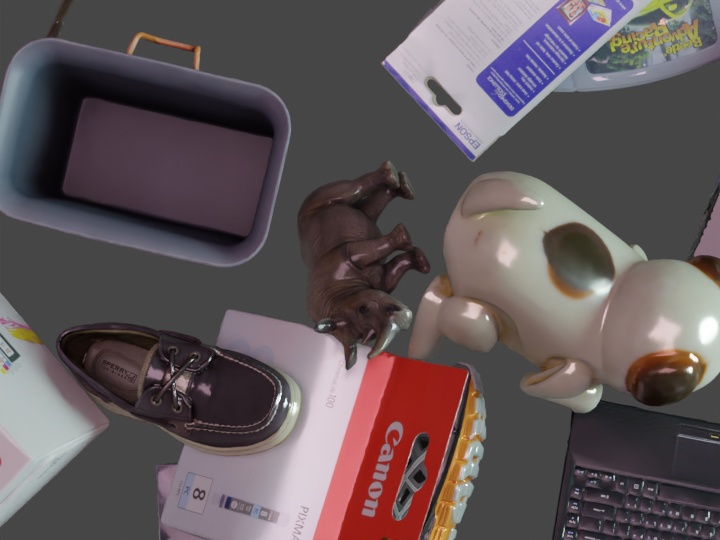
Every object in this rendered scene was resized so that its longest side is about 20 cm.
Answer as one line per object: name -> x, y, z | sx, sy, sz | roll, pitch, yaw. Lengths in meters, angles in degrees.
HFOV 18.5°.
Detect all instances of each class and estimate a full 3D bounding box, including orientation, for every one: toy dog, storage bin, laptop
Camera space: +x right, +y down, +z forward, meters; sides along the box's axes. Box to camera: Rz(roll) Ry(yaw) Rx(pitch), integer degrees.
toy dog -> 0.156, 0.013, 1.483 | 0.199, 0.194, 0.140 | 25, 53, 12
storage bin -> -0.144, -0.087, 1.546 | 0.199, 0.134, 0.146 | 13, 89, 5
laptop -> 0.222, 0.190, 1.493 | 0.177, 0.103, 0.201 | 11, 77, -1

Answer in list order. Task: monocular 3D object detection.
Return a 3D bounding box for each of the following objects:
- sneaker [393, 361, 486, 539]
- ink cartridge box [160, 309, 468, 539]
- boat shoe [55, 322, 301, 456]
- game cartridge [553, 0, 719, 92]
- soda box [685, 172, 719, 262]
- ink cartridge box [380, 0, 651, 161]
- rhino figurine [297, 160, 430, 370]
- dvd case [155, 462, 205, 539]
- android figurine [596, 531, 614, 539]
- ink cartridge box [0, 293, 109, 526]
sneaker -> 0.036, 0.157, 1.548 | 0.077, 0.078, 0.201 | 18, 83, 13
ink cartridge box -> -0.035, 0.122, 1.512 | 0.200, 0.047, 0.161 | 10, 78, 42
boat shoe -> -0.132, 0.078, 1.532 | 0.200, 0.065, 0.072 | 15, 79, 37
game cartridge -> 0.194, -0.199, 1.552 | 0.199, 0.041, 0.134 | -14, 107, 7
soda box -> 0.289, -0.069, 1.541 | 0.071, 0.063, 0.201 | 22, 90, 6
ink cartridge box -> 0.117, -0.178, 1.524 | 0.200, 0.039, 0.099 | -41, 99, 10
rhino figurine -> 0.000, 0.000, 1.517 | 0.087, 0.200, 0.060 | -24, 125, 12
dvd case -> -0.069, 0.236, 1.588 | 0.148, 0.016, 0.201 | -3, 88, 5
android figurine -> 0.140, 0.280, 1.556 | 0.182, 0.041, 0.200 | 36, 93, 5
ink cartridge box -> -0.308, 0.091, 1.537 | 0.147, 0.145, 0.200 | -43, 85, 17
